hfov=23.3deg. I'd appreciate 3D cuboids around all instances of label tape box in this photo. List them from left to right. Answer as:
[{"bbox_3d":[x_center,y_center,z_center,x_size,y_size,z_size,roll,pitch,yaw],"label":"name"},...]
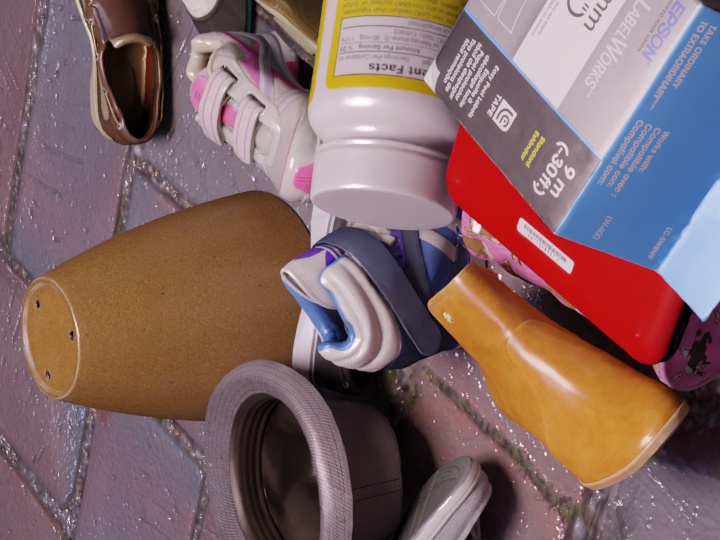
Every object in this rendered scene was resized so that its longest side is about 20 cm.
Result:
[{"bbox_3d":[0.135,-0.094,0.889,0.200,0.063,0.145,53,126,35],"label":"label tape box"}]

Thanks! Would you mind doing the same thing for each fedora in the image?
[{"bbox_3d":[-0.032,0.150,1.281,0.199,0.090,0.179,-9,88,60],"label":"fedora"}]

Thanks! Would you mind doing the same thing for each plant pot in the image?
[{"bbox_3d":[-0.155,0.041,1.361,0.186,0.199,0.188,13,107,49],"label":"plant pot"}]

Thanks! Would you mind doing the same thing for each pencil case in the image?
[{"bbox_3d":[0.145,-0.005,1.052,0.200,0.086,0.083,36,143,41],"label":"pencil case"}]

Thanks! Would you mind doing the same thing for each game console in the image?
[{"bbox_3d":[0.165,-0.074,0.995,0.200,0.118,0.174,44,130,40],"label":"game console"}]

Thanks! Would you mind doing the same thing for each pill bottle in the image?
[{"bbox_3d":[0.026,-0.135,1.119,0.114,0.114,0.202,-7,71,52],"label":"pill bottle"}]

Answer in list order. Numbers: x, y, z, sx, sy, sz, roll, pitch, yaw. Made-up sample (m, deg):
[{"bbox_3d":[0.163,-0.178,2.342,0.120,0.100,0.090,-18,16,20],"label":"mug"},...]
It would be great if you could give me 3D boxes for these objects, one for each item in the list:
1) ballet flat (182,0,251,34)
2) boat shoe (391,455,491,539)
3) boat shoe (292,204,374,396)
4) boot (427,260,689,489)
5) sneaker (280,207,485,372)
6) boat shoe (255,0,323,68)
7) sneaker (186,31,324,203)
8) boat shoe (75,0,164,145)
[{"bbox_3d":[-0.124,-0.264,1.373,0.068,0.068,0.202,18,111,49],"label":"ballet flat"},{"bbox_3d":[0.050,0.213,1.240,0.064,0.075,0.203,25,122,-1],"label":"boat shoe"},{"bbox_3d":[0.000,0.000,1.266,0.066,0.070,0.202,22,111,26],"label":"boat shoe"},{"bbox_3d":[0.108,0.055,1.049,0.144,0.071,0.201,48,168,-5],"label":"boot"},{"bbox_3d":[0.010,-0.033,1.175,0.080,0.145,0.202,-1,96,52],"label":"sneaker"},{"bbox_3d":[-0.033,-0.185,1.268,0.201,0.071,0.066,50,163,48],"label":"boat shoe"},{"bbox_3d":[-0.080,-0.115,1.290,0.200,0.087,0.082,-122,41,-53],"label":"sneaker"},{"bbox_3d":[-0.195,-0.204,1.470,0.075,0.074,0.204,-146,46,-60],"label":"boat shoe"}]
